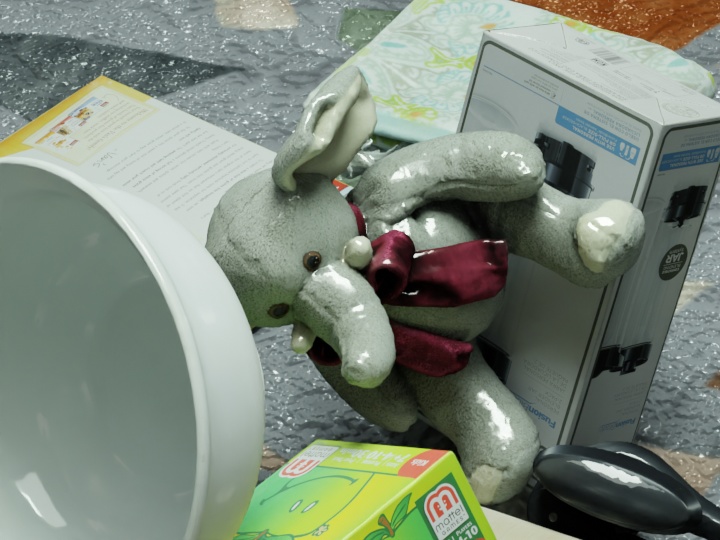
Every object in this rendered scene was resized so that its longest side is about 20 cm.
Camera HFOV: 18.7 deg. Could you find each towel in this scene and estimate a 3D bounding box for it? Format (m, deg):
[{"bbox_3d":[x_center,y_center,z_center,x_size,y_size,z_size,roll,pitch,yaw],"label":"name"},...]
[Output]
[{"bbox_3d":[0.089,-0.102,1.303,0.199,0.048,0.171,21,43,24],"label":"towel"}]

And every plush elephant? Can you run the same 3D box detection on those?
[{"bbox_3d":[0.000,0.000,0.972,0.200,0.165,0.155,44,33,22],"label":"plush elephant"}]

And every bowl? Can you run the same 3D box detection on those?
[{"bbox_3d":[-0.103,0.050,0.882,0.201,0.202,0.090,32,27,34],"label":"bowl"}]

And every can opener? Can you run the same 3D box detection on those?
[{"bbox_3d":[0.167,0.134,0.989,0.199,0.064,0.079,24,13,10],"label":"can opener"}]

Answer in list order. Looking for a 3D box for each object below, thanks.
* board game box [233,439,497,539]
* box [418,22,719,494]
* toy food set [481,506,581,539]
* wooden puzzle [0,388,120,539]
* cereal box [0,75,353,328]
[{"bbox_3d":[-0.050,0.144,0.881,0.200,0.048,0.101,-36,19,-29],"label":"board game box"},{"bbox_3d":[0.093,-0.004,1.045,0.116,0.201,0.060,33,30,35],"label":"box"},{"bbox_3d":[0.022,0.173,0.950,0.143,0.061,0.200,15,37,37],"label":"toy food set"},{"bbox_3d":[-0.183,0.130,0.956,0.184,0.046,0.201,2,70,7],"label":"wooden puzzle"},{"bbox_3d":[-0.117,-0.032,1.218,0.199,0.040,0.144,26,45,29],"label":"cereal box"}]
